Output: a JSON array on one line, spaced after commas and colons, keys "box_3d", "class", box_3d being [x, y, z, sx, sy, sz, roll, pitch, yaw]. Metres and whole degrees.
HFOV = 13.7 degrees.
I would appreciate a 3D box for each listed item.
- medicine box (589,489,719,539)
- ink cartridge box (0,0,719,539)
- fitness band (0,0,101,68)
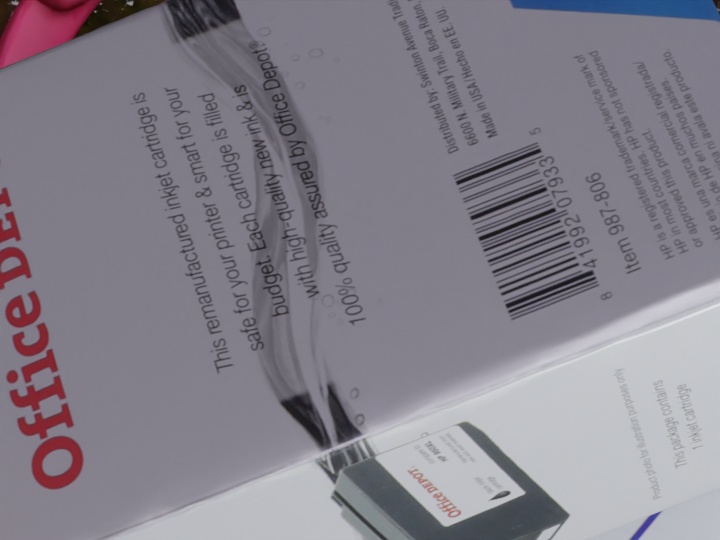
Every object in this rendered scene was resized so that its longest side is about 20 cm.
[{"box_3d": [0.052, 0.140, 0.780, 0.200, 0.103, 0.182, 43, 73, -5], "class": "medicine box"}, {"box_3d": [0.000, 0.000, 0.716, 0.200, 0.084, 0.145, -21, 53, 2], "class": "ink cartridge box"}, {"box_3d": [-0.012, -0.056, 0.829, 0.200, 0.037, 0.144, -38, 95, -16], "class": "fitness band"}]
